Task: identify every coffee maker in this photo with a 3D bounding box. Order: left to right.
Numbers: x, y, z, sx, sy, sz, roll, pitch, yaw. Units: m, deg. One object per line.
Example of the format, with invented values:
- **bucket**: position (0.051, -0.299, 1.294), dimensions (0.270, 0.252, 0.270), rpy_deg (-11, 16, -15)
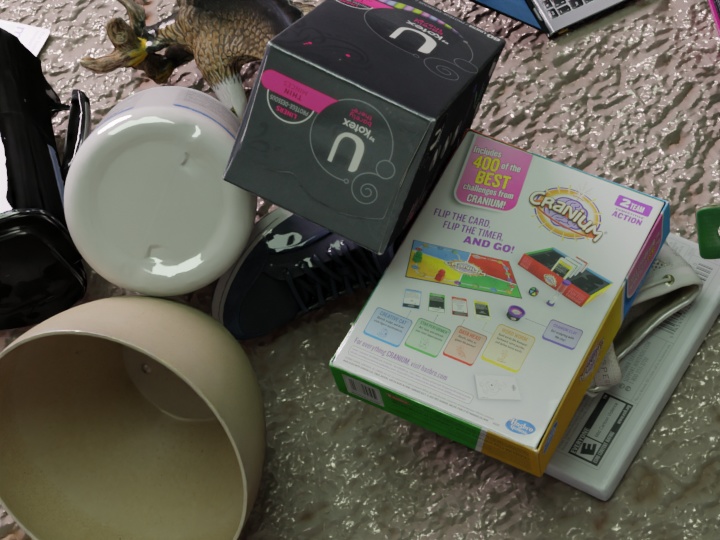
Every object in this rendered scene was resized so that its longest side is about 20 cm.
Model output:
- **coffee maker**: position (-0.295, -0.077, 1.487), dimensions (0.135, 0.192, 0.200), rpy_deg (-37, 49, 24)

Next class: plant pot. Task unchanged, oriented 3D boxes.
- **plant pot**: position (-0.145, 0.095, 1.360), dimensions (0.200, 0.201, 0.134), rpy_deg (7, 31, 19)

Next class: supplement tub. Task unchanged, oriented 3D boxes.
- **supplement tub**: position (-0.138, -0.061, 1.413), dimensions (0.132, 0.200, 0.132), rpy_deg (0, 100, -2)

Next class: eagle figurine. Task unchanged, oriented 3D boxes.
- **eagle figurine**: position (-0.091, -0.180, 1.538), dimensions (0.200, 0.151, 0.152), rpy_deg (-10, 37, 22)

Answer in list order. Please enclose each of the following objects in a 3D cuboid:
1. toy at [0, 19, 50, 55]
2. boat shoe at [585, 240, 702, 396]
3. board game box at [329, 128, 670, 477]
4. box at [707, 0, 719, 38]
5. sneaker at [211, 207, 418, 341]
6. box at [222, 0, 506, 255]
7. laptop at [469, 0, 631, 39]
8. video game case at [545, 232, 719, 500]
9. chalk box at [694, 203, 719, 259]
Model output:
- **toy**: position (-0.375, -0.186, 1.661), dimensions (0.200, 0.047, 0.115), rpy_deg (13, 65, 22)
- **boat shoe**: position (0.148, 0.052, 1.336), dimensions (0.200, 0.071, 0.069), rpy_deg (-41, 56, -12)
- **board game box**: position (0.094, 0.017, 1.303), dimensions (0.153, 0.040, 0.200), rpy_deg (22, 67, 21)
- **box**: position (0.315, -0.208, 1.442), dimensions (0.115, 0.132, 0.200), rpy_deg (-16, 57, 7)
- **sneaker**: position (0.000, -0.002, 1.414), dimensions (0.202, 0.077, 0.146), rpy_deg (-40, 42, -12)
- **box**: position (0.006, -0.111, 1.337), dimensions (0.122, 0.106, 0.200), rpy_deg (25, 27, 7)
- **laptop**: position (0.127, -0.289, 1.553), dimensions (0.200, 0.116, 0.187), rpy_deg (-24, 57, -1)
- **video game case**: position (0.143, 0.042, 1.400), dimensions (0.182, 0.023, 0.200), rpy_deg (24, 68, 26)
- **chalk box**: position (0.327, -0.044, 1.339), dimensions (0.200, 0.125, 0.124), rpy_deg (-18, 55, 1)
